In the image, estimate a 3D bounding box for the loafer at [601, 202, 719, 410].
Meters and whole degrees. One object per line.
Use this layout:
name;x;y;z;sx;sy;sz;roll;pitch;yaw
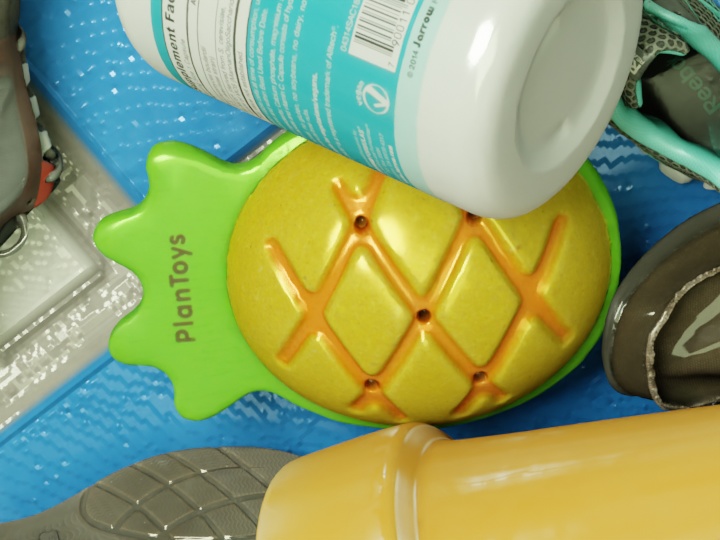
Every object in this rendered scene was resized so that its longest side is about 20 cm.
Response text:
loafer;0.189;0.006;0.849;0.200;0.071;0.073;-21;125;-8

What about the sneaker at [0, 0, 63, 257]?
sneaker;-0.153;-0.060;0.856;0.082;0.077;0.200;9;110;-33

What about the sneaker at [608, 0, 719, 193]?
sneaker;0.093;-0.100;0.826;0.200;0.091;0.078;39;102;-12

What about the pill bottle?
pill bottle;-0.009;-0.102;0.781;0.200;0.111;0.111;26;109;27

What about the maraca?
maraca;0.000;0.000;0.847;0.200;0.107;0.137;-5;109;0

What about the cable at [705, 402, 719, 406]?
cable;0.224;0.094;0.918;0.200;0.051;0.163;-4;117;8

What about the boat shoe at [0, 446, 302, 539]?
boat shoe;-0.094;0.129;0.913;0.200;0.076;0.072;-13;141;0

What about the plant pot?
plant pot;0.088;0.135;0.800;0.183;0.200;0.200;-20;107;16
